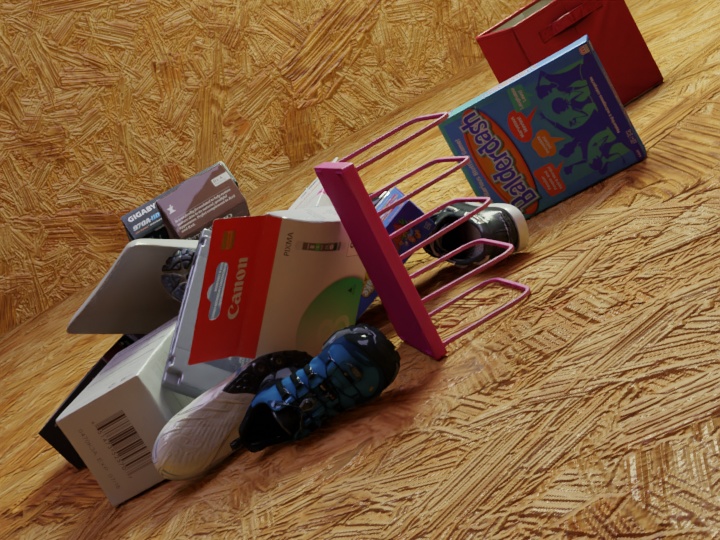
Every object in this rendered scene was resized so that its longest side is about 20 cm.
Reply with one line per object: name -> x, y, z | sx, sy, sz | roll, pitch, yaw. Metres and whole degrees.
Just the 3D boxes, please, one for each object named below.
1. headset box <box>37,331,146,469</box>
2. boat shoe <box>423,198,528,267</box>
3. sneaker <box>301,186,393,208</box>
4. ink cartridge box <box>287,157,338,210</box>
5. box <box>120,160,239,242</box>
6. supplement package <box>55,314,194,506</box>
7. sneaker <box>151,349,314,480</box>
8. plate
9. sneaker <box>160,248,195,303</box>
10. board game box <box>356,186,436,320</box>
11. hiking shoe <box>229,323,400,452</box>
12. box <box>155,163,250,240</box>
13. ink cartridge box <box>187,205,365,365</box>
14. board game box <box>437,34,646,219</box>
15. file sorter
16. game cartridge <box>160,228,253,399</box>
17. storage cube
headset box -> -0.324, 0.156, 1.641 | 0.149, 0.077, 0.200 | -47, 4, 21
boat shoe -> 0.110, -0.042, 1.417 | 0.060, 0.077, 0.199 | -17, 3, -26
sneaker -> -0.045, -0.073, 1.636 | 0.198, 0.083, 0.072 | -25, 13, 28
ink cartridge box -> -0.054, -0.046, 1.537 | 0.115, 0.068, 0.201 | -45, 13, 26
box -> -0.232, -0.042, 1.723 | 0.158, 0.046, 0.201 | -31, -28, -15
supplement package -> -0.233, 0.150, 1.409 | 0.116, 0.118, 0.200 | -30, 10, 17
sneaker -> -0.128, 0.144, 1.286 | 0.199, 0.072, 0.072 | -31, 1, -19
plate -> -0.244, 0.016, 1.564 | 0.198, 0.033, 0.200 | 1, -33, -40
sneaker -> -0.142, 0.051, 1.477 | 0.077, 0.200, 0.085 | -47, -17, -4
board game box -> 0.000, 0.000, 1.464 | 0.201, 0.045, 0.135 | -50, 10, 5
hiking shoe -> -0.039, 0.120, 1.174 | 0.199, 0.074, 0.087 | -35, 13, 44
box -> -0.191, -0.039, 1.645 | 0.099, 0.075, 0.201 | -32, -29, -12
ink cartridge box -> -0.077, 0.020, 1.296 | 0.050, 0.163, 0.199 | 26, 23, 36
board game box -> 0.211, -0.156, 1.466 | 0.198, 0.153, 0.045 | -28, 11, 20
file sorter -> 0.064, -0.040, 1.236 | 0.124, 0.202, 0.139 | -29, 11, -9
game cartridge -> -0.134, 0.059, 1.377 | 0.041, 0.131, 0.202 | 122, 162, -54
storage cube -> 0.300, -0.308, 1.818 | 0.170, 0.181, 0.200 | -32, 10, -7
